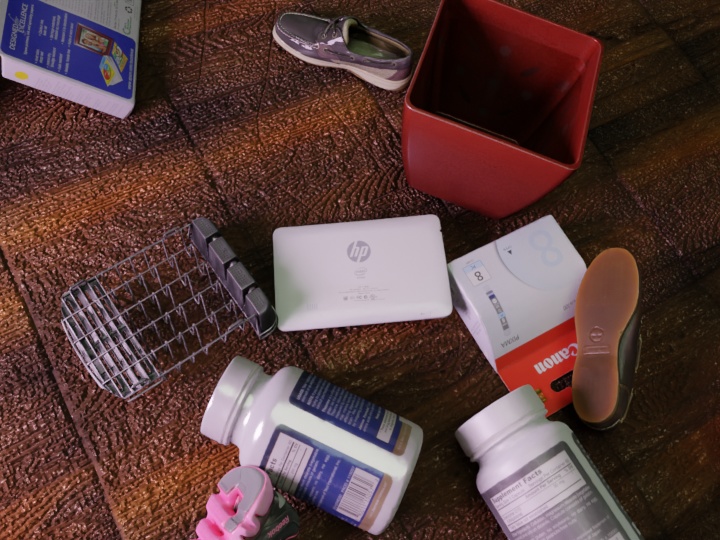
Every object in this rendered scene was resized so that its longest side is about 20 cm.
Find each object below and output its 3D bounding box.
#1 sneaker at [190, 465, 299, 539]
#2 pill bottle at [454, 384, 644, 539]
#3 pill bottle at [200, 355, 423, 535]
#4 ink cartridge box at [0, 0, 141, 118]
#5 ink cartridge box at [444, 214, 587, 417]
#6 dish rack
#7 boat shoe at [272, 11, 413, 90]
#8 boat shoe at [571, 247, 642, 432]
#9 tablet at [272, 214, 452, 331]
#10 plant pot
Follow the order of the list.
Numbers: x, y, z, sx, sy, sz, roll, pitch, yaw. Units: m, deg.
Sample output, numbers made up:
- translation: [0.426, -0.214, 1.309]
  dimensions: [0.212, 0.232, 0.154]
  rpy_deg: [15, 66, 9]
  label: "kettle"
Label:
- translation: [-0.128, 0.279, 0.677]
  dimensions: [0.201, 0.095, 0.079]
  rpy_deg: [-50, 41, -8]
  label: "sneaker"
- translation: [0.185, 0.223, 0.742]
  dimensions: [0.112, 0.113, 0.201]
  rpy_deg: [-24, 70, -21]
  label: "pill bottle"
- translation: [-0.048, 0.162, 0.729]
  dimensions: [0.198, 0.111, 0.112]
  rpy_deg: [25, 61, 2]
  label: "pill bottle"
- translation: [-0.362, -0.300, 0.897]
  dimensions: [0.198, 0.047, 0.201]
  rpy_deg: [16, 58, -35]
  label: "ink cartridge box"
- translation: [0.208, 0.051, 0.872]
  dimensions: [0.158, 0.047, 0.201]
  rpy_deg: [-24, 68, -20]
  label: "ink cartridge box"
- translation: [-0.203, 0.041, 0.794]
  dimensions: [0.199, 0.055, 0.154]
  rpy_deg: [-32, 69, -21]
  label: "dish rack"
- translation: [-0.020, -0.306, 1.000]
  dimensions: [0.198, 0.066, 0.072]
  rpy_deg: [23, 62, 1]
  label: "boat shoe"
- translation: [0.278, 0.079, 0.844]
  dimensions: [0.070, 0.070, 0.203]
  rpy_deg: [4, 72, 38]
  label: "boat shoe"
- translation: [0.000, 0.000, 0.858]
  dimensions: [0.197, 0.014, 0.132]
  rpy_deg: [-5, 64, -2]
  label: "tablet"
- translation: [0.152, -0.179, 0.906]
  dimensions: [0.197, 0.177, 0.202]
  rpy_deg: [20, 61, 1]
  label: "plant pot"
